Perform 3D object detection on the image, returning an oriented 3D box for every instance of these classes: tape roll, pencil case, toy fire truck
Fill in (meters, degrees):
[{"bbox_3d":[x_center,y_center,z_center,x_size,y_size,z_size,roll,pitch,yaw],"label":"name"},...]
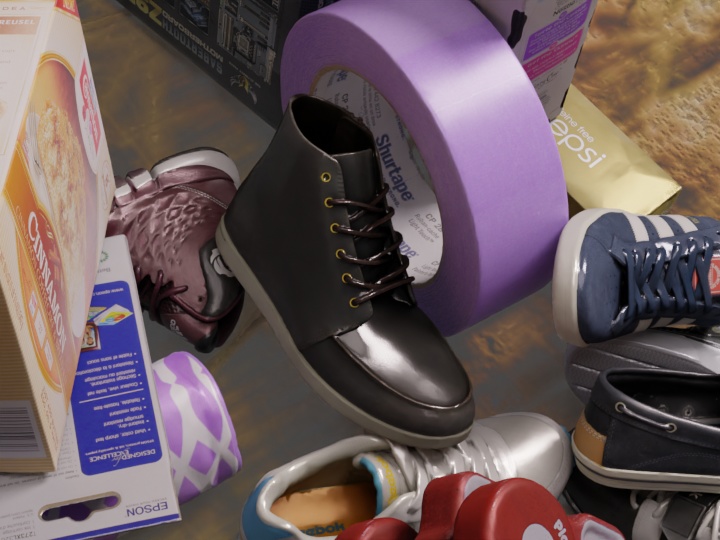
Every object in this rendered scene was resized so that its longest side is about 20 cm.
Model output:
[{"bbox_3d":[0.033,-0.065,0.957,0.065,0.200,0.200,-25,67,-23],"label":"tape roll"},{"bbox_3d":[-0.163,0.112,0.893,0.199,0.085,0.084,-20,105,-21],"label":"pencil case"},{"bbox_3d":[0.075,0.198,0.788,0.168,0.112,0.201,27,53,-37],"label":"toy fire truck"}]

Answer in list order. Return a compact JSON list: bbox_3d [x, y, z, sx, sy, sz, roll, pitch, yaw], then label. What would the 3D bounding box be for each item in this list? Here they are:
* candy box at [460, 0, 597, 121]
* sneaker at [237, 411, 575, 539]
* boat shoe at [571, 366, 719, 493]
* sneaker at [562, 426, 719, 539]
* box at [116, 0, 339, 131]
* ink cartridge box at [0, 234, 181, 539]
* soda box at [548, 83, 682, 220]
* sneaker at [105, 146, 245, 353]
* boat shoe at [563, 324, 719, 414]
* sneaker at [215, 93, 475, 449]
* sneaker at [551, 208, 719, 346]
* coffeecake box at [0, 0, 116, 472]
[{"bbox_3d":[0.057,-0.185,0.955,0.071,0.200,0.168,-33,70,-20],"label":"candy box"},{"bbox_3d":[0.031,0.123,0.912,0.199,0.081,0.077,-17,64,-16],"label":"sneaker"},{"bbox_3d":[0.217,0.083,0.919,0.199,0.063,0.075,1,25,-4],"label":"boat shoe"},{"bbox_3d":[0.201,0.142,0.932,0.200,0.089,0.074,36,61,13],"label":"sneaker"},{"bbox_3d":[-0.094,-0.202,1.032,0.200,0.158,0.051,40,55,21],"label":"box"},{"bbox_3d":[-0.152,0.066,0.851,0.094,0.037,0.201,-11,44,-8],"label":"ink cartridge box"},{"bbox_3d":[0.107,-0.085,1.061,0.064,0.068,0.200,-36,71,-25],"label":"soda box"},{"bbox_3d":[-0.138,0.008,0.960,0.199,0.076,0.116,-24,69,-23],"label":"sneaker"},{"bbox_3d":[0.217,0.065,1.000,0.199,0.072,0.071,15,38,-7],"label":"boat shoe"},{"bbox_3d":[0.000,0.000,0.900,0.075,0.107,0.200,-18,55,-44],"label":"sneaker"},{"bbox_3d":[0.176,0.001,0.932,0.084,0.075,0.200,6,12,31],"label":"sneaker"},{"bbox_3d":[-0.179,-0.027,0.812,0.073,0.154,0.201,-1,46,4],"label":"coffeecake box"}]
